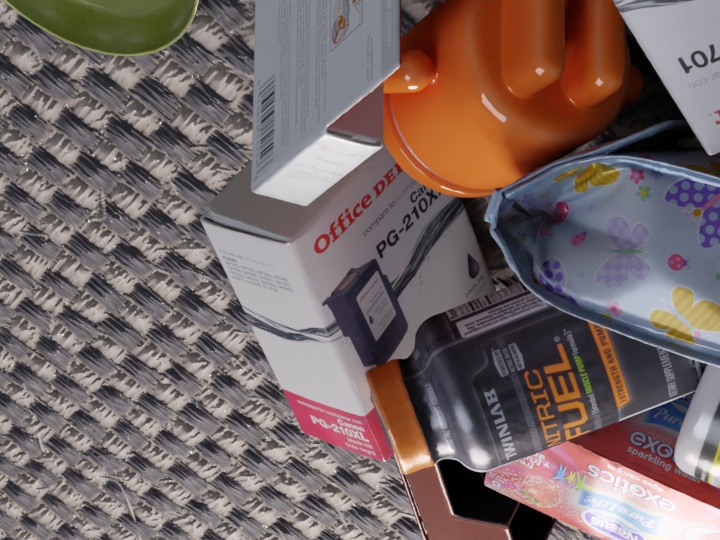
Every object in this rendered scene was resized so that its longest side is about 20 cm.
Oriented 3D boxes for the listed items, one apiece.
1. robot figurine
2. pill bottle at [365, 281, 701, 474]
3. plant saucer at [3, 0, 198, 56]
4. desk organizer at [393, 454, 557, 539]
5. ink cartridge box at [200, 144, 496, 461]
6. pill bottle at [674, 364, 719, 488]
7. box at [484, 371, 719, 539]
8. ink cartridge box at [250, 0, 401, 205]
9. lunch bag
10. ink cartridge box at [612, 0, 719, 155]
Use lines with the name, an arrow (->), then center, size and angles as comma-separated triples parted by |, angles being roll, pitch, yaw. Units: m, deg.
robot figurine -> 0.079, -0.110, 1.380 | 0.117, 0.144, 0.200 | 56, 151, -1
pill bottle -> 0.106, 0.062, 1.494 | 0.200, 0.106, 0.106 | -21, 129, -1
plant saucer -> -0.185, -0.227, 1.535 | 0.200, 0.031, 0.200 | 21, 142, 18
desk organizer -> 0.078, 0.136, 1.719 | 0.077, 0.072, 0.200 | 8, 137, 28
ink cartridge box -> 0.000, 0.000, 1.547 | 0.084, 0.145, 0.200 | 17, 143, 40
pill bottle -> 0.307, 0.111, 1.474 | 0.200, 0.113, 0.113 | 23, 143, 13
box -> 0.196, 0.124, 1.587 | 0.200, 0.103, 0.095 | 23, 144, 12
ink cartridge box -> -0.005, -0.161, 1.335 | 0.043, 0.200, 0.174 | 13, 153, -28
lunch bag -> 0.185, -0.021, 1.350 | 0.200, 0.170, 0.127 | 16, 99, 20
ink cartridge box -> 0.197, -0.179, 1.208 | 0.146, 0.086, 0.200 | -24, 118, 23
